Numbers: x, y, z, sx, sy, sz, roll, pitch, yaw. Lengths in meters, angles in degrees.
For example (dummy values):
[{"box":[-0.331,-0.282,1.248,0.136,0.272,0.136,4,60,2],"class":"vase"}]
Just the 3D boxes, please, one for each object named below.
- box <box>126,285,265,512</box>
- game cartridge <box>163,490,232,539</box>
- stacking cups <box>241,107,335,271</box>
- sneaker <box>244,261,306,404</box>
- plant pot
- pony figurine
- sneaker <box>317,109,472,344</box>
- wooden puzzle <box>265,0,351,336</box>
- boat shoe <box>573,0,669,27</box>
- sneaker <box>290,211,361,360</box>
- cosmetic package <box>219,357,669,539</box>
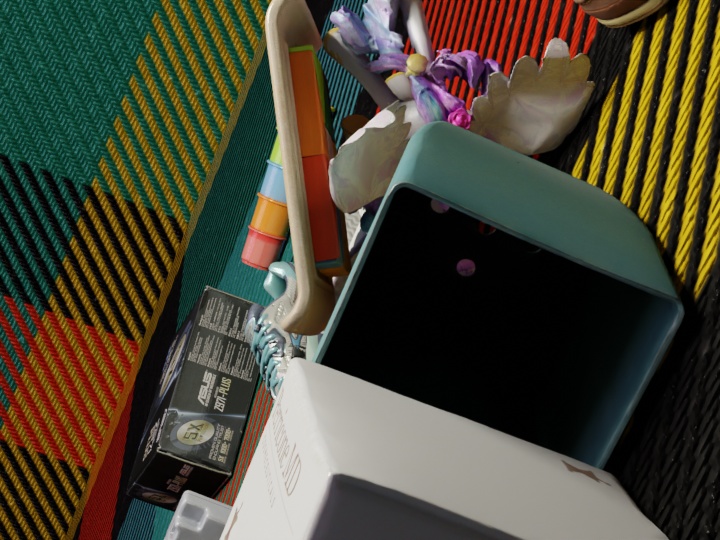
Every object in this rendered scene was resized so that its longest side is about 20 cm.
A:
[{"box":[-0.176,0.146,1.969,0.164,0.086,0.201,130,157,-60],"class":"box"},{"box":[-0.093,0.256,1.220,0.042,0.132,0.201,-98,31,-68],"class":"game cartridge"},{"box":[-0.083,-0.098,2.055,0.061,0.060,0.201,-130,55,-78],"class":"stacking cups"},{"box":[-0.063,0.074,1.525,0.201,0.086,0.078,-81,14,-45],"class":"sneaker"},{"box":[0.061,0.012,0.897,0.200,0.140,0.142,-77,11,-69],"class":"plant pot"},{"box":[0.042,-0.084,1.104,0.194,0.165,0.201,91,159,-55],"class":"pony figurine"},{"box":[0.025,-0.026,1.284,0.130,0.079,0.200,-131,61,-80],"class":"sneaker"},{"box":[-0.030,-0.061,1.131,0.185,0.037,0.202,45,-138,-86],"class":"wooden puzzle"},{"box":[0.155,-0.195,0.959,0.200,0.067,0.072,136,152,-67],"class":"boat shoe"},{"box":[0.000,0.000,1.391,0.119,0.073,0.201,91,-161,-44],"class":"sneaker"},{"box":[0.016,0.172,0.733,0.167,0.165,0.201,-119,51,-76],"class":"cosmetic package"}]
